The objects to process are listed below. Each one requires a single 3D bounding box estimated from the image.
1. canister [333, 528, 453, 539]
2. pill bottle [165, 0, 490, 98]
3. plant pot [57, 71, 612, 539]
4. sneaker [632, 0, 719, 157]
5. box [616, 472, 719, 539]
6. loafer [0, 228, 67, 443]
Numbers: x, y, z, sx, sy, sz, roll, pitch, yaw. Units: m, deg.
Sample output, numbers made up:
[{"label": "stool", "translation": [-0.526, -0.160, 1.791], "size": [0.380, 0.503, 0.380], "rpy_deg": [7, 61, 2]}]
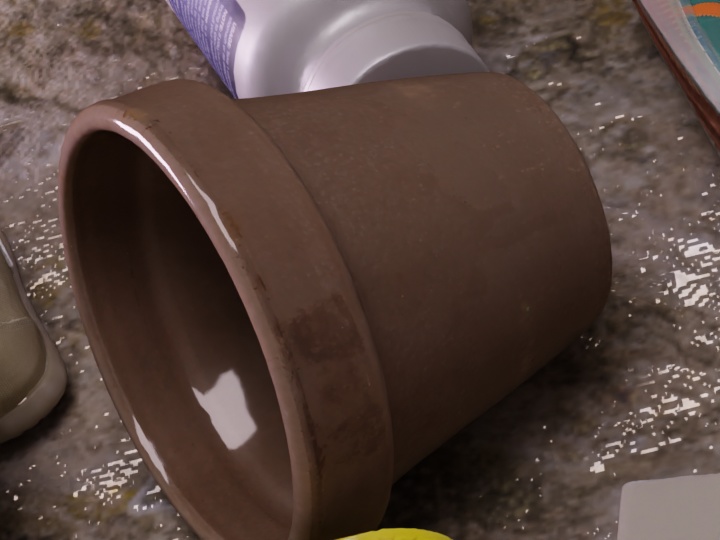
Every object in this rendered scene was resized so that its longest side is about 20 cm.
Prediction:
[{"label": "canister", "translation": [-0.015, 0.203, 1.035], "size": [0.149, 0.087, 0.200], "rpy_deg": [-16, 45, 9]}, {"label": "pill bottle", "translation": [-0.017, -0.118, 1.325], "size": [0.111, 0.111, 0.200], "rpy_deg": [-30, 43, -5]}, {"label": "plant pot", "translation": [0.000, 0.000, 1.168], "size": [0.175, 0.200, 0.200], "rpy_deg": [-22, 41, -22]}, {"label": "sneaker", "translation": [0.168, -0.106, 1.261], "size": [0.080, 0.071, 0.200], "rpy_deg": [-26, 42, 4]}, {"label": "box", "translation": [0.142, 0.178, 0.958], "size": [0.109, 0.128, 0.200], "rpy_deg": [-7, 45, 19]}, {"label": "loafer", "translation": [-0.192, -0.003, 1.322], "size": [0.076, 0.068, 0.200], "rpy_deg": [-34, 44, -10]}]
